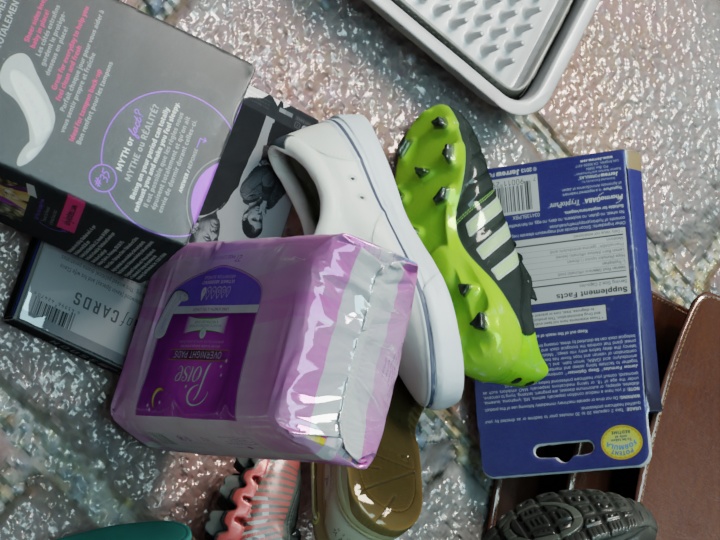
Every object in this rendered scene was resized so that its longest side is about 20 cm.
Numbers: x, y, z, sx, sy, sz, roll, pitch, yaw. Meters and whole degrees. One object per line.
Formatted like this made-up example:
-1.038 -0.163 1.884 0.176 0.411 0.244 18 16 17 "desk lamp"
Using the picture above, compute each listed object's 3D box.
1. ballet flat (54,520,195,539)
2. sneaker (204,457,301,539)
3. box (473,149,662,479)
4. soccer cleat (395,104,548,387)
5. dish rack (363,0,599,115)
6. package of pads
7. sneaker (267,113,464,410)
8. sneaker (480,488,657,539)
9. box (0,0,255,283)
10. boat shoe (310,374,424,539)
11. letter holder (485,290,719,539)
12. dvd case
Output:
-0.187 0.191 1.411 0.199 0.069 0.072 -7 105 -27 "ballet flat"
-0.056 0.198 1.465 0.097 0.071 0.202 13 76 0 "sneaker"
0.128 0.030 1.586 0.032 0.120 0.202 9 76 -63 "box"
0.070 -0.013 1.567 0.081 0.067 0.201 26 43 -45 "soccer cleat"
0.067 -0.214 1.625 0.200 0.043 0.172 37 66 -21 "dish rack"
-0.055 0.046 1.399 0.075 0.199 0.121 25 75 -32 "package of pads"
0.000 0.000 1.500 0.070 0.073 0.201 -15 66 -21 "sneaker"
0.098 0.205 1.542 0.199 0.076 0.091 -25 111 6 "sneaker"
-0.180 -0.093 1.406 0.199 0.106 0.123 25 71 -13 "box"
-0.001 0.092 1.509 0.074 0.066 0.201 30 38 -18 "boat shoe"
0.178 0.111 1.614 0.141 0.100 0.201 25 71 -24 "letter holder"
-0.118 -0.032 1.501 0.150 0.025 0.201 27 71 -25 "dvd case"
